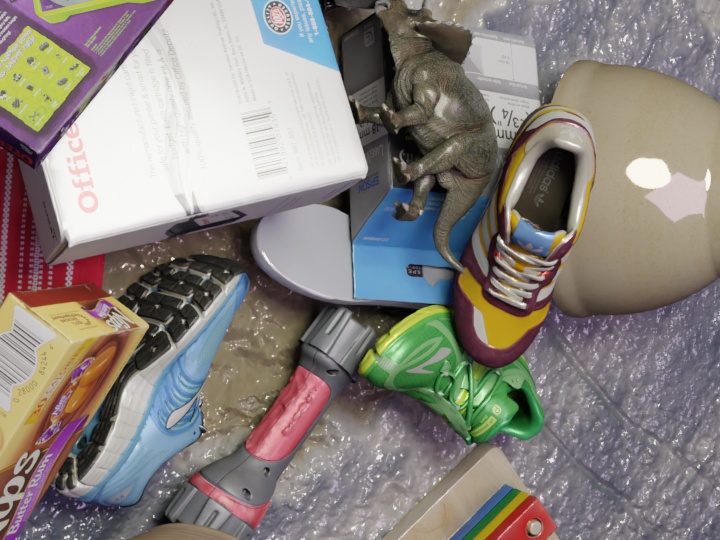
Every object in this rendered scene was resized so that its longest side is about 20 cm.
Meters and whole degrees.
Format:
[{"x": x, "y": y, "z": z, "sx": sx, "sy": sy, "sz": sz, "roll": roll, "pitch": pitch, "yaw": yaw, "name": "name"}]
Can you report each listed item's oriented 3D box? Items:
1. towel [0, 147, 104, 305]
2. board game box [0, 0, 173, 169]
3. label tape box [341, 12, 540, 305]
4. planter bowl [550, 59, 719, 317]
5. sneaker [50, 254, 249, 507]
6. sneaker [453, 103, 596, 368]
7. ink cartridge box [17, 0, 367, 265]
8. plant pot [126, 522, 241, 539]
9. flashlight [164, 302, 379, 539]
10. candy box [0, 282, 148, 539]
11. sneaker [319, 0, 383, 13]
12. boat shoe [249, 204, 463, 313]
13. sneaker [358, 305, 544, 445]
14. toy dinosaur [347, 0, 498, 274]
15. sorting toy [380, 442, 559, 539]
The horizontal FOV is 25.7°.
[{"x": -0.261, "y": -0.018, "z": 1.021, "sx": 0.199, "sy": 0.022, "sz": 0.145, "roll": 1, "pitch": 107, "yaw": -17, "name": "towel"}, {"x": -0.180, "y": -0.168, "z": 0.927, "sx": 0.120, "sy": 0.032, "sz": 0.200, "roll": 37, "pitch": 64, "yaw": -5, "name": "board game box"}, {"x": 0.065, "y": -0.079, "z": 1.165, "sx": 0.144, "sy": 0.063, "sz": 0.201, "roll": 4, "pitch": 76, "yaw": -32, "name": "label tape box"}, {"x": 0.230, "y": -0.059, "z": 1.204, "sx": 0.200, "sy": 0.134, "sz": 0.201, "roll": 4, "pitch": 90, "yaw": -65, "name": "planter bowl"}, {"x": -0.141, "y": 0.079, "z": 1.116, "sx": 0.200, "sy": 0.078, "sz": 0.090, "roll": -56, "pitch": 137, "yaw": -7, "name": "sneaker"}, {"x": 0.111, "y": -0.016, "z": 1.101, "sx": 0.075, "sy": 0.090, "sz": 0.201, "roll": 14, "pitch": 109, "yaw": 2, "name": "sneaker"}, {"x": -0.116, "y": -0.099, "z": 0.994, "sx": 0.199, "sy": 0.084, "sz": 0.146, "roll": -14, "pitch": 85, "yaw": -22, "name": "ink cartridge box"}, {"x": -0.119, "y": 0.239, "z": 1.092, "sx": 0.201, "sy": 0.201, "sz": 0.093, "roll": 40, "pitch": 47, "yaw": -27, "name": "plant pot"}, {"x": -0.062, "y": 0.115, "z": 1.156, "sx": 0.068, "sy": 0.068, "sz": 0.200, "roll": 40, "pitch": 79, "yaw": -25, "name": "flashlight"}, {"x": -0.227, "y": 0.105, "z": 0.999, "sx": 0.056, "sy": 0.117, "sz": 0.200, "roll": 35, "pitch": 101, "yaw": 12, "name": "candy box"}, {"x": -0.023, "y": -0.209, "z": 1.105, "sx": 0.200, "sy": 0.090, "sz": 0.067, "roll": -38, "pitch": 133, "yaw": -25, "name": "sneaker"}, {"x": 0.000, "y": 0.000, "z": 1.177, "sx": 0.199, "sy": 0.057, "sz": 0.069, "roll": 12, "pitch": 72, "yaw": -30, "name": "boat shoe"}, {"x": 0.079, "y": 0.083, "z": 1.189, "sx": 0.200, "sy": 0.084, "sz": 0.074, "roll": 18, "pitch": 120, "yaw": -47, "name": "sneaker"}, {"x": 0.056, "y": -0.095, "z": 1.075, "sx": 0.102, "sy": 0.077, "sz": 0.200, "roll": -29, "pitch": 100, "yaw": -22, "name": "toy dinosaur"}, {"x": 0.098, "y": 0.281, "z": 1.267, "sx": 0.199, "sy": 0.070, "sz": 0.200, "roll": -42, "pitch": 115, "yaw": -18, "name": "sorting toy"}]
